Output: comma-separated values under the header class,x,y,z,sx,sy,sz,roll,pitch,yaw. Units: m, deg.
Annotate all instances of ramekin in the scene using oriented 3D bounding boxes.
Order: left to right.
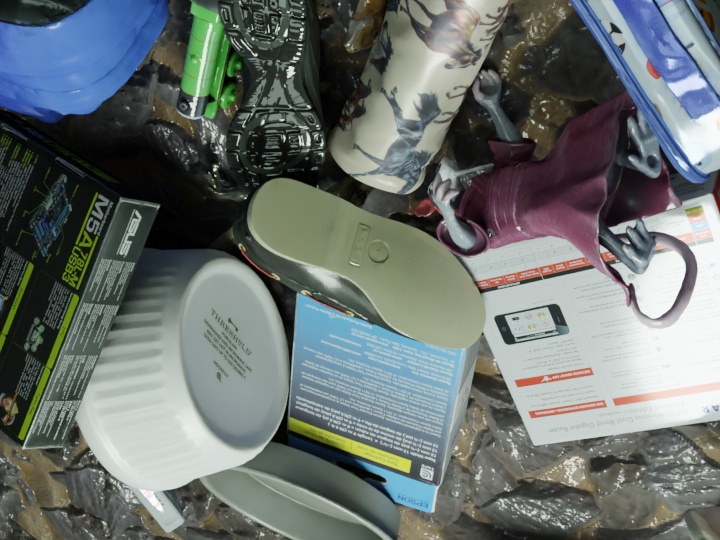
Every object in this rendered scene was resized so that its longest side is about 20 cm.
class,x,y,z,sx,sy,sz,roll,pitch,yaw
ramekin,-0.137,0.074,0.878,0.094,0.203,0.203,-10,115,27

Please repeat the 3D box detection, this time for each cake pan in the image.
class,x,y,z,sx,sy,sz,roll,pitch,yaw
cake pan,-0.050,0.207,0.975,0.199,0.037,0.201,19,155,10

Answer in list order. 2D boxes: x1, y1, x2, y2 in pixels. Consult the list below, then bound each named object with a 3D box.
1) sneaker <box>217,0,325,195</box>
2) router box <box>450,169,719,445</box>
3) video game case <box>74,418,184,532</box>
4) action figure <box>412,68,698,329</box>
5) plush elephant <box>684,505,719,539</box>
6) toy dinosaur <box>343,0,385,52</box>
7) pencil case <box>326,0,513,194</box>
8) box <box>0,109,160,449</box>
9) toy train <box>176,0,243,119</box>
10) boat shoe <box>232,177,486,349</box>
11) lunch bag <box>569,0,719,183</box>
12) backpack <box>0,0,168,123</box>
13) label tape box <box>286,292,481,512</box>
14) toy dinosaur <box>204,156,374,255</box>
class,x,y,z,sx,sy,sz,roll,pitch,yaw
sneaker,-0.054,-0.140,0.778,0.075,0.091,0.201,7,122,7
router box,0.191,0.033,0.802,0.199,0.049,0.180,-13,114,30
video game case,-0.226,0.110,0.948,0.023,0.200,0.183,-32,122,-5
action figure,0.121,-0.050,0.736,0.199,0.134,0.149,-5,134,51
plush elephant,0.326,0.197,0.775,0.165,0.155,0.200,41,127,-4
toy dinosaur,0.011,-0.244,0.718,0.106,0.061,0.201,10,133,-17
pencil case,0.038,-0.141,0.731,0.077,0.090,0.200,3,140,-21
box,-0.260,0.000,0.817,0.193,0.047,0.201,28,100,29
toy train,-0.102,-0.196,0.788,0.042,0.056,0.201,24,126,9
boat shoe,0.001,-0.003,0.788,0.201,0.074,0.063,27,163,-17
lunch bag,0.171,-0.157,0.623,0.075,0.160,0.200,-29,106,34
backpack,-0.241,-0.200,0.789,0.199,0.163,0.168,13,153,17
label tape box,0.017,0.099,0.912,0.142,0.066,0.201,17,130,14
toy dinosaur,-0.083,-0.055,0.875,0.199,0.048,0.088,-20,117,36
